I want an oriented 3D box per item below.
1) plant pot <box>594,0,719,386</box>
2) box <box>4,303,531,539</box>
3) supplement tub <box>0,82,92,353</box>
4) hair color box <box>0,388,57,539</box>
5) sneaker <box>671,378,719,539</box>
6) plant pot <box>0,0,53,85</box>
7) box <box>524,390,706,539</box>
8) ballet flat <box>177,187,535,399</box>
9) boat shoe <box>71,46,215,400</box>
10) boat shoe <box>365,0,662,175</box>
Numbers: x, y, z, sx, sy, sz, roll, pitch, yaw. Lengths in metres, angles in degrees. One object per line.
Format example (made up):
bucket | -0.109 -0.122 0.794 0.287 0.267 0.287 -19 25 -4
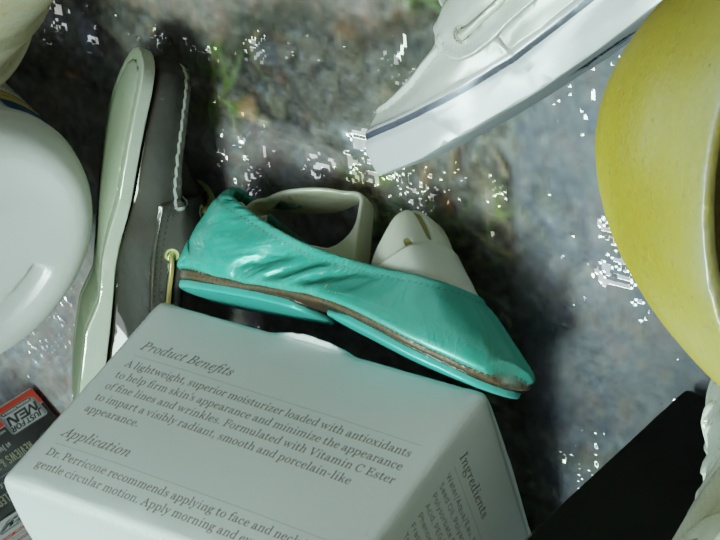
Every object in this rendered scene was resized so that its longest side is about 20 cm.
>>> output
plant pot | 0.162 -0.039 0.712 0.142 0.200 0.200 20 130 63
box | -0.030 0.143 0.965 0.199 0.131 0.200 14 140 35
supplement tub | -0.243 -0.056 1.036 0.200 0.144 0.145 41 136 39
hair color box | -0.246 0.163 1.215 0.061 0.101 0.200 48 134 8
sneaker | 0.155 0.078 0.767 0.092 0.200 0.076 16 135 44
plant pot | -0.163 -0.198 0.895 0.183 0.200 0.201 -26 96 34
box | 0.140 0.165 0.816 0.148 0.200 0.125 22 128 29
ballet flat | 0.000 0.000 0.938 0.200 0.067 0.071 17 86 34
boat shoe | -0.104 -0.017 1.024 0.072 0.060 0.202 -109 28 -59
boat shoe | 0.066 -0.105 0.820 0.200 0.072 0.066 -33 86 45
